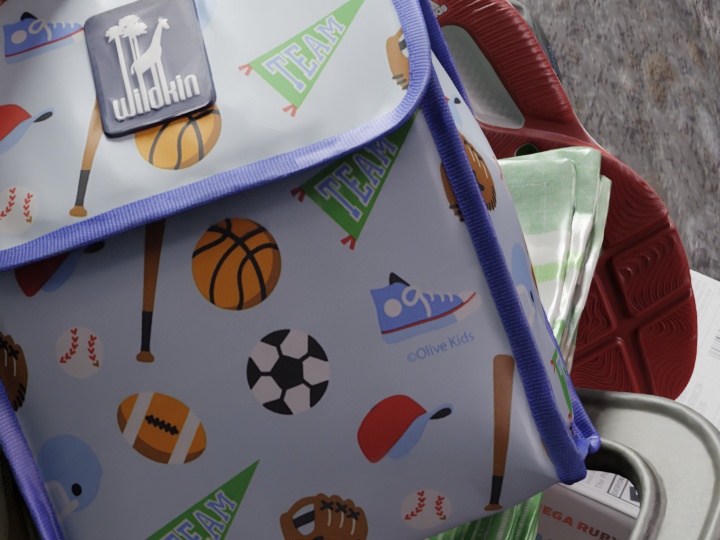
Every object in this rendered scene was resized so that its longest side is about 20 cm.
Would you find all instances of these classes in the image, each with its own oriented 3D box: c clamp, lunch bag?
[{"bbox_3d":[0.040,0.101,0.870,0.171,0.199,0.027,-60,143,-29],"label":"c clamp"},{"bbox_3d":[-0.038,-0.006,0.798,0.124,0.169,0.201,-17,87,-84],"label":"lunch bag"}]

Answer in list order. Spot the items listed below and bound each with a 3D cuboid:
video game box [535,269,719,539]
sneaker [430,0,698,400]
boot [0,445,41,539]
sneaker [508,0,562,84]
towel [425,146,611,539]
[{"bbox_3d":[0.072,0.041,1.099,0.182,0.047,0.200,26,33,7],"label":"video game box"},{"bbox_3d":[0.068,-0.039,1.047,0.200,0.078,0.116,64,1,-19],"label":"sneaker"},{"bbox_3d":[-0.162,0.048,0.776,0.155,0.073,0.201,41,34,-45],"label":"boot"},{"bbox_3d":[-0.003,-0.066,1.129,0.200,0.087,0.075,-8,78,-41],"label":"sneaker"},{"bbox_3d":[0.000,0.042,0.899,0.023,0.152,0.201,60,36,-48],"label":"towel"}]
